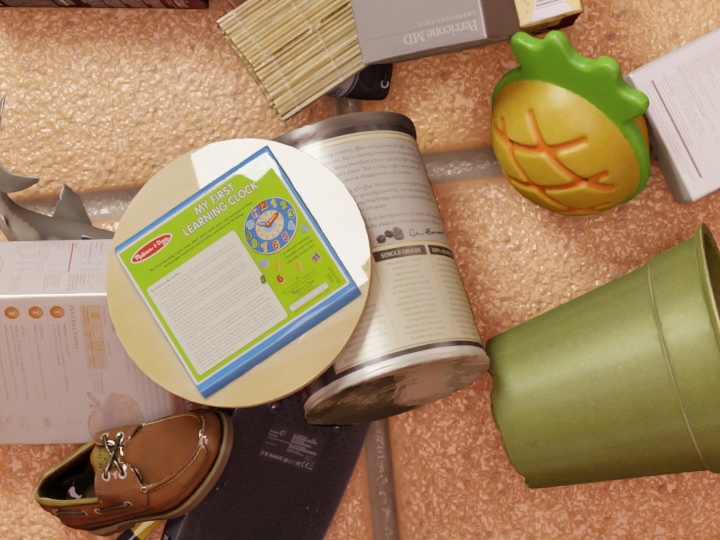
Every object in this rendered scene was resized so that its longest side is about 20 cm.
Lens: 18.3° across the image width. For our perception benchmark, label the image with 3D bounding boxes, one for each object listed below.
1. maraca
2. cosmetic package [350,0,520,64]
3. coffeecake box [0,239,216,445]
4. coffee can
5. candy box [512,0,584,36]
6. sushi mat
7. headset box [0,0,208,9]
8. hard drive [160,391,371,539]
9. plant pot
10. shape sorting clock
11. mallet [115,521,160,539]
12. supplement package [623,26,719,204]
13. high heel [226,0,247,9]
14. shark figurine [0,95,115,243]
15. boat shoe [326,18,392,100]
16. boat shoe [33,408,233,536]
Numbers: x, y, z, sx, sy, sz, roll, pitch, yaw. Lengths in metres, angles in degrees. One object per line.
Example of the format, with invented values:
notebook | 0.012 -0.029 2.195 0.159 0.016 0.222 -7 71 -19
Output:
maraca | 0.161 -0.112 1.696 0.137 0.200 0.107 26 65 13
cosmetic package | 0.042 -0.257 1.652 0.107 0.090 0.200 -12 89 23
coffeecake box | -0.215 0.056 1.724 0.200 0.073 0.154 -1 129 1
coffee can | 0.000 0.000 1.693 0.146 0.146 0.200 -18 73 1
candy box | 0.120 -0.284 1.726 0.056 0.117 0.200 -16 91 2
sushi mat | -0.005 -0.206 1.715 0.200 0.012 0.096 -35 103 -11
headset box | -0.200 -0.282 1.753 0.200 0.077 0.149 2 91 3
hard drive | -0.080 0.174 1.744 0.135 0.042 0.200 20 97 -37
plant pot | 0.201 0.086 1.712 0.190 0.200 0.200 -17 91 15
shape sorting clock | -0.089 0.001 1.626 0.200 0.039 0.200 -2 80 11
mallet | -0.180 0.197 1.783 0.200 0.041 0.066 -38 91 5
supplement package | 0.316 -0.145 1.728 0.200 0.110 0.114 -26 90 2
high heel | -0.092 -0.217 1.699 0.067 0.200 0.096 -6 86 36
shark figurine | -0.239 -0.044 1.748 0.128 0.214 0.090 -25 47 30
boat shoe | 0.011 -0.231 1.761 0.057 0.069 0.200 12 91 -25
boat shoe | -0.177 0.155 1.707 0.068 0.200 0.072 22 51 -33
